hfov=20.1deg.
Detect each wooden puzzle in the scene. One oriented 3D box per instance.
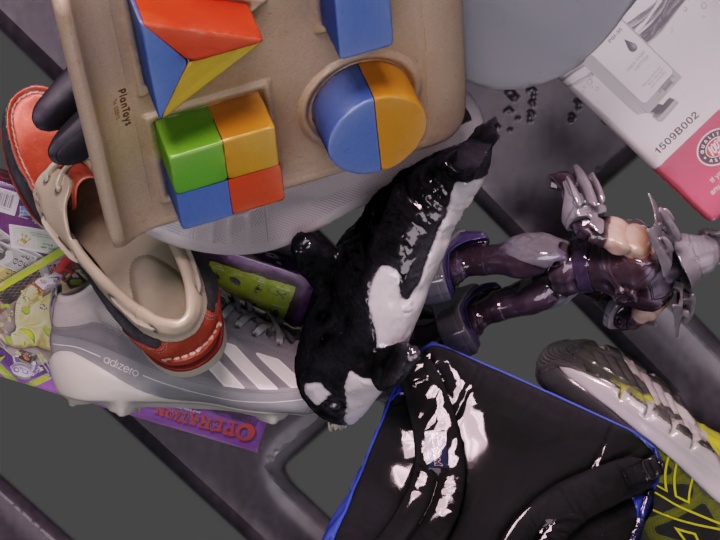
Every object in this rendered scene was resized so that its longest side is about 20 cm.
[{"bbox_3d":[-0.035,-0.095,0.961,0.200,0.046,0.185,-21,142,-12],"label":"wooden puzzle"}]

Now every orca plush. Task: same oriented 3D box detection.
[{"bbox_3d":[0.000,0.000,1.045,0.071,0.105,0.200,16,142,-16],"label":"orca plush"}]

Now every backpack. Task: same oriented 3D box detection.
[{"bbox_3d":[0.062,0.170,1.119,0.162,0.168,0.200,22,75,10],"label":"backpack"}]

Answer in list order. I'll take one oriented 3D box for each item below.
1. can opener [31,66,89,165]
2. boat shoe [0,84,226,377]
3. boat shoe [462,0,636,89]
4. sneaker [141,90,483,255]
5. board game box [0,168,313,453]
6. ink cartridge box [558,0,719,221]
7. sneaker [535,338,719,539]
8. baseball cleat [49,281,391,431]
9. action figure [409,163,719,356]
[{"bbox_3d":[-0.087,-0.128,0.992,0.200,0.063,0.079,-39,132,21],"label":"can opener"},{"bbox_3d":[-0.137,-0.031,1.095,0.071,0.063,0.200,-33,66,-5],"label":"boat shoe"},{"bbox_3d":[0.122,-0.169,1.012,0.071,0.091,0.200,42,132,-12],"label":"boat shoe"},{"bbox_3d":[-0.043,-0.064,1.103,0.200,0.112,0.073,-13,109,-18],"label":"sneaker"},{"bbox_3d":[-0.137,0.024,1.186,0.200,0.032,0.120,18,106,-7],"label":"board game box"},{"bbox_3d":[0.165,-0.149,1.096,0.200,0.083,0.147,41,105,-14],"label":"ink cartridge box"},{"bbox_3d":[0.172,0.121,1.201,0.200,0.074,0.085,38,106,-14],"label":"sneaker"},{"bbox_3d":[-0.075,0.033,1.140,0.200,0.070,0.107,-1,105,-4],"label":"baseball cleat"},{"bbox_3d":[0.111,-0.003,1.143,0.200,0.069,0.130,-8,134,13],"label":"action figure"}]
